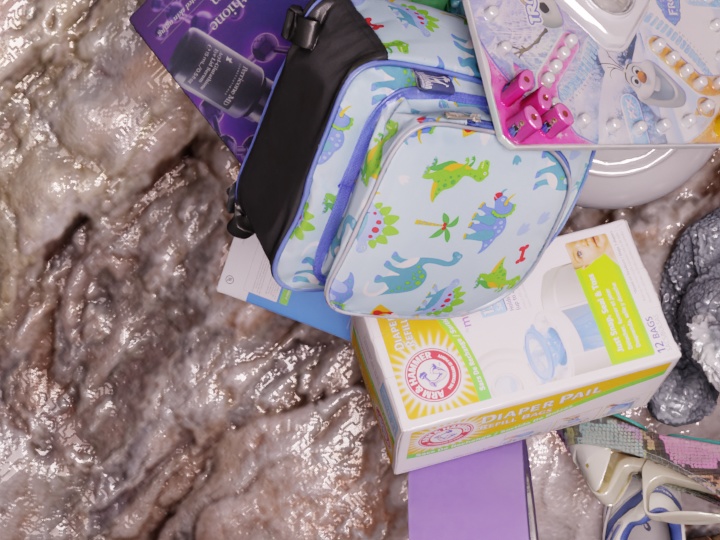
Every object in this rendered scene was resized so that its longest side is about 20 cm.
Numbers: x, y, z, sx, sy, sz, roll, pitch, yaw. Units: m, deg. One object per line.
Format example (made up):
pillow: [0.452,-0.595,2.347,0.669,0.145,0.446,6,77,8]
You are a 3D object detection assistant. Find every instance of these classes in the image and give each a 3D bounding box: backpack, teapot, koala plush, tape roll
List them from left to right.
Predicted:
backpack: [0.046,-0.060,0.775,0.200,0.147,0.183,-1,131,-31]
tape roll: [0.091,0.222,0.940,0.085,0.200,0.200,-6,100,10]
teapot: [0.176,-0.128,0.892,0.197,0.146,0.200,-11,100,10]
koala plush: [0.293,0.045,0.880,0.177,0.200,0.184,0,100,8]

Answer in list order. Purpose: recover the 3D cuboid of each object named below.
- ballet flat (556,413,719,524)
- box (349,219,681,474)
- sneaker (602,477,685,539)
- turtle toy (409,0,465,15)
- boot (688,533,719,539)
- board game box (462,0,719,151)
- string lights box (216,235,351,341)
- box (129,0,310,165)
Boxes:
ballet flat: [0.216,0.148,0.932,0.200,0.069,0.071,12,69,39]
box: [0.103,0.055,0.881,0.200,0.101,0.113,-14,66,-8]
sneaker: [0.215,0.257,0.988,0.075,0.088,0.200,2,102,5]
turtle toy: [0.097,-0.228,0.850,0.200,0.146,0.101,-38,115,-11]
boot: [0.320,0.303,0.996,0.075,0.074,0.200,-13,96,0]
board game box: [0.146,-0.169,0.741,0.200,0.026,0.200,-4,74,-30]
string lights box: [0.000,0.000,0.983,0.200,0.059,0.103,21,102,3]
box: [-0.043,-0.152,0.905,0.148,0.104,0.200,-44,70,11]
